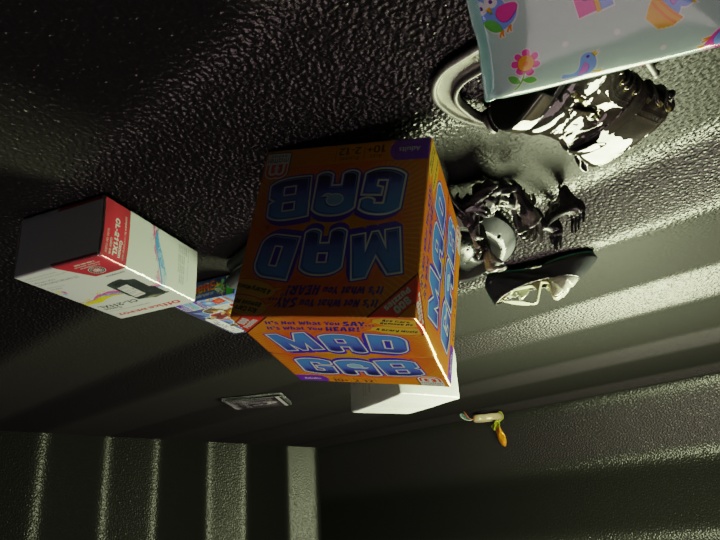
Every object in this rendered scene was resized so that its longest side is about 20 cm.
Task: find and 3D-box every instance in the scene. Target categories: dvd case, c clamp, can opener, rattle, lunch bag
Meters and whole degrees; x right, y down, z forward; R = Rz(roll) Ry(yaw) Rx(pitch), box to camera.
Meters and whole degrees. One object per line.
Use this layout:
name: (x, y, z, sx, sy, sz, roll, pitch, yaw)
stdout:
dvd case: (-0.334, 0.425, 2.035, 0.193, 0.016, 0.149, -6, 157, 5)
c clamp: (0.172, -0.183, 0.603, 0.196, 0.028, 0.169, -18, 154, 30)
can opener: (-0.129, -0.020, 0.916, 0.065, 0.055, 0.198, 12, 154, -33)
rattle: (0.511, 0.661, 2.624, 0.196, 0.148, 0.129, 5, 176, -37)
lunch bag: (0.131, -0.224, 0.362, 0.165, 0.124, 0.203, -7, 133, 19)

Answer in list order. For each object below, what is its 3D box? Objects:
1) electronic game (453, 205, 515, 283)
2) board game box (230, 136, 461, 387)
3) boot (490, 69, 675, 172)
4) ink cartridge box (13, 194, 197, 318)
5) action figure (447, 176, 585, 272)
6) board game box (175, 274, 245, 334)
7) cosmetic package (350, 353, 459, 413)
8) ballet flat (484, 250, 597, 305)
electronic game: (0.135, -0.035, 0.943, 0.193, 0.043, 0.202, -2, 150, -1)
board game box: (0.000, 0.000, 0.717, 0.194, 0.205, 0.201, -1, 152, 19)
boot: (0.225, -0.172, 0.553, 0.170, 0.071, 0.200, 7, 147, -33)
ink cartridge box: (-0.338, -0.010, 0.861, 0.142, 0.085, 0.200, -12, 156, 18)
action figure: (0.194, -0.062, 0.809, 0.194, 0.105, 0.119, 0, 160, -21)
board game box: (-0.228, 0.066, 1.133, 0.132, 0.036, 0.200, -11, 157, 19)
cosmetic package: (0.090, 0.213, 1.380, 0.162, 0.172, 0.199, 9, 154, -30)
ballet flat: (0.314, 0.022, 1.085, 0.195, 0.075, 0.073, -13, 157, 21)
